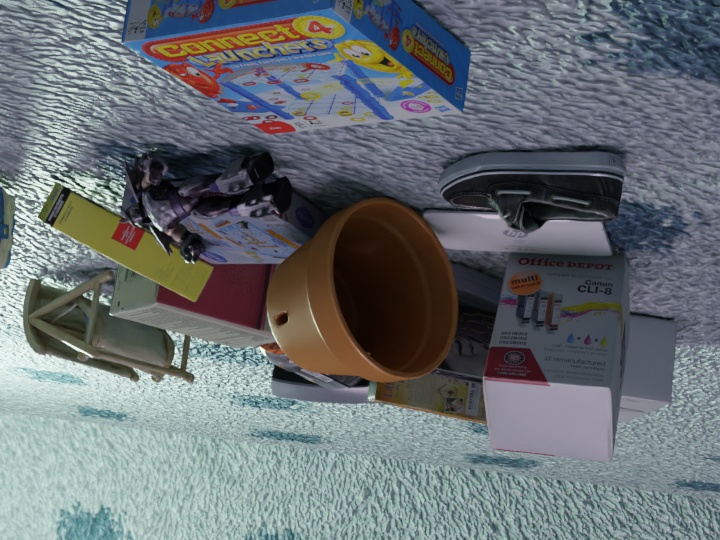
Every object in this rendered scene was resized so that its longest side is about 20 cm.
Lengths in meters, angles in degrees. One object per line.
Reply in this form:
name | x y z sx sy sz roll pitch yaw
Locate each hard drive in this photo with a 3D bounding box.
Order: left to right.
hard drive | -0.036 0.130 2.089 0.199 0.135 0.042 1 154 22

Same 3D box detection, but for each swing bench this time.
swing bench | -0.379 0.092 2.115 0.200 0.130 0.199 -6 161 42

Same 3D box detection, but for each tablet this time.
tablet | 0.179 -0.041 1.573 0.199 0.014 0.130 2 164 17

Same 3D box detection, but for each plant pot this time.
plant pot | -0.008 0.033 1.541 0.200 0.201 0.140 20 153 -40

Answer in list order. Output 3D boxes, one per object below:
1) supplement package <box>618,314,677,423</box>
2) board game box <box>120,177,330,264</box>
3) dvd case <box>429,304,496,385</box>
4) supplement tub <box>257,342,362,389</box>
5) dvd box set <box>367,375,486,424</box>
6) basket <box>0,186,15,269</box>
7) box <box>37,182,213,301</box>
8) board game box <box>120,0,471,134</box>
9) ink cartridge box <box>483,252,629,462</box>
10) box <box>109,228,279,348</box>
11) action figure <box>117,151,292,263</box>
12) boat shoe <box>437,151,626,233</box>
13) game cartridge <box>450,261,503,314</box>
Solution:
supplement package | 0.351 0.137 1.951 0.116 0.118 0.200 9 165 -5
board game box | -0.139 -0.054 1.620 0.199 0.041 0.200 0 163 27
dvd case | 0.126 0.088 1.745 0.199 0.149 0.016 14 122 -21
supplement tub | -0.068 0.090 1.969 0.122 0.123 0.200 -1 162 28
dvd box set | 0.112 0.133 1.999 0.199 0.147 0.029 13 166 -22
basket | -0.488 -0.051 1.608 0.176 0.140 0.200 6 175 10
box | -0.273 -0.032 1.622 0.200 0.050 0.075 30 177 -18
board game box | -0.047 -0.175 1.093 0.199 0.056 0.196 -3 163 33
ink cartridge box | 0.232 0.096 1.628 0.145 0.200 0.145 3 138 15
box | -0.202 0.023 1.807 0.199 0.109 0.128 17 162 -35
action figure | -0.176 -0.075 1.471 0.199 0.070 0.130 -12 127 27
boat shoe | 0.158 -0.072 1.348 0.199 0.071 0.072 -4 162 38
game cartridge | 0.114 0.027 1.817 0.133 0.042 0.200 -12 156 41
